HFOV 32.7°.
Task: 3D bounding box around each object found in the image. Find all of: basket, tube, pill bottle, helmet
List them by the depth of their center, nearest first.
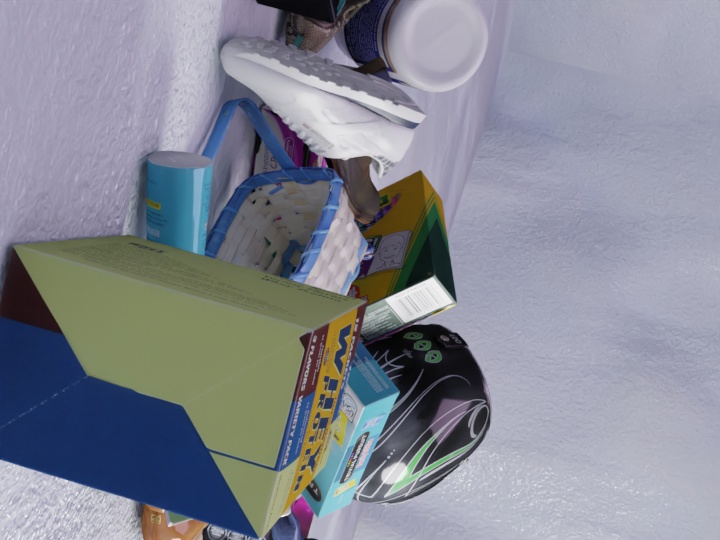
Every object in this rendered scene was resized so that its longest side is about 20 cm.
[{"bbox_3d":[-0.148,0.008,0.976,0.077,0.050,0.200,-137,-131,-62],"label":"tube"},{"bbox_3d":[-0.091,-0.032,1.116,0.200,0.139,0.177,58,43,-39],"label":"basket"},{"bbox_3d":[0.047,-0.265,1.360,0.200,0.116,0.116,33,-68,62],"label":"pill bottle"},{"bbox_3d":[0.031,0.163,1.379,0.190,0.200,0.200,-24,143,-26],"label":"helmet"}]

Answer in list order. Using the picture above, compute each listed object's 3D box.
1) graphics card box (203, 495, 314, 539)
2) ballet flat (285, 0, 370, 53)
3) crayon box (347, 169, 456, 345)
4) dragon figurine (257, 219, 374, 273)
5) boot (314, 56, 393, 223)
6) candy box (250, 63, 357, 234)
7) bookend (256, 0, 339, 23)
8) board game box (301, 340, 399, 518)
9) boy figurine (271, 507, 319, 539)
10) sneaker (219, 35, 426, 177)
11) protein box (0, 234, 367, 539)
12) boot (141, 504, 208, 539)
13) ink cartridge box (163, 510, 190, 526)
[{"bbox_3d":[-0.105,0.245,1.475,0.051,0.125,0.200,92,15,-85],"label":"graphics card box"},{"bbox_3d":[-0.033,-0.280,1.286,0.075,0.068,0.200,-54,-177,42],"label":"ballet flat"},{"bbox_3d":[0.000,0.000,1.363,0.058,0.200,0.173,50,24,-38],"label":"crayon box"},{"bbox_3d":[-0.076,0.011,1.272,0.099,0.200,0.059,63,11,-50],"label":"dragon figurine"},{"bbox_3d":[0.008,-0.123,1.205,0.200,0.097,0.075,58,8,-53],"label":"boot"},{"bbox_3d":[-0.058,-0.136,1.331,0.200,0.061,0.137,-56,158,-62],"label":"candy box"},{"bbox_3d":[-0.028,-0.305,1.131,0.199,0.092,0.200,77,30,-72],"label":"bookend"},{"bbox_3d":[-0.045,0.136,1.259,0.047,0.151,0.200,-19,146,-33],"label":"board game box"},{"bbox_3d":[-0.087,0.204,1.252,0.124,0.064,0.200,-147,-135,-82],"label":"boy figurine"},{"bbox_3d":[-0.039,-0.144,1.090,0.081,0.200,0.076,-58,-152,23],"label":"sneaker"},{"bbox_3d":[-0.119,0.067,0.837,0.200,0.198,0.135,-21,126,-80],"label":"protein box"},{"bbox_3d":[-0.165,0.188,1.226,0.200,0.077,0.155,-56,156,-47],"label":"boot"},{"bbox_3d":[-0.145,0.149,1.106,0.200,0.048,0.146,-2,72,-60],"label":"ink cartridge box"}]
